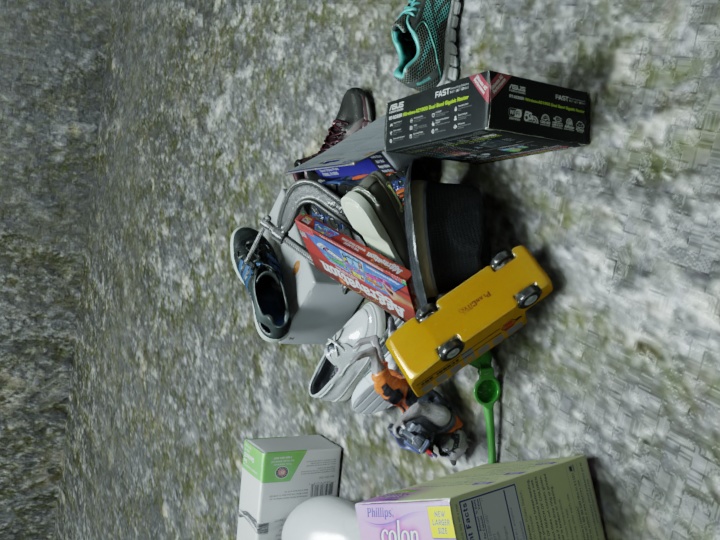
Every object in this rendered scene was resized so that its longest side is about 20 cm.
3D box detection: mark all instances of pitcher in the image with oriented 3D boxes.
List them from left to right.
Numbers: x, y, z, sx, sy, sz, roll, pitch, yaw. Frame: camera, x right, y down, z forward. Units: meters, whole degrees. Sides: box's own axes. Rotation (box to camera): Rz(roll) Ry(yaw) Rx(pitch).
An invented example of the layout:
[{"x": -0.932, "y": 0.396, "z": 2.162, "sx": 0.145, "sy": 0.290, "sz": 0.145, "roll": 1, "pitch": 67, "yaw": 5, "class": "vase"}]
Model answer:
[{"x": -0.020, "y": 0.420, "z": 1.221, "sx": 0.198, "sy": 0.120, "sz": 0.176, "roll": -14, "pitch": 90, "yaw": 46, "class": "pitcher"}]

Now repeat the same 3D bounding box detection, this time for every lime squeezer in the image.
[{"x": 0.143, "y": 0.138, "z": 1.036, "sx": 0.071, "sy": 0.037, "sz": 0.204, "roll": -46, "pitch": 50, "yaw": 47, "class": "lime squeezer"}]

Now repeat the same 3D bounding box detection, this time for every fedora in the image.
[{"x": 0.110, "y": -0.045, "z": 1.017, "sx": 0.200, "sy": 0.089, "sz": 0.206, "roll": -8, "pitch": -90, "yaw": -78, "class": "fedora"}]

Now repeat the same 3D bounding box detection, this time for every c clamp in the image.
[{"x": -0.060, "y": -0.038, "z": 1.195, "sx": 0.198, "sy": 0.027, "sz": 0.173, "roll": 30, "pitch": 117, "yaw": 14, "class": "c clamp"}]

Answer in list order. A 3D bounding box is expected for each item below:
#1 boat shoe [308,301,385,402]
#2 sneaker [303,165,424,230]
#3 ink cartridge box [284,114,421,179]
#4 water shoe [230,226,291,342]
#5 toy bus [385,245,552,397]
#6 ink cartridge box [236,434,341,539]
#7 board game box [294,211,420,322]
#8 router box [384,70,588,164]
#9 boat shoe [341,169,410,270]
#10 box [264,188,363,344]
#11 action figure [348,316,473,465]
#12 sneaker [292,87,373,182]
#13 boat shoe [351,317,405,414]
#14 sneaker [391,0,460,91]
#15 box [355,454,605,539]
[{"x": -0.025, "y": 0.127, "z": 1.283, "sx": 0.201, "sy": 0.067, "sz": 0.073, "roll": -58, "pitch": 42, "yaw": 39, "class": "boat shoe"}, {"x": 0.008, "y": -0.114, "z": 1.192, "sx": 0.196, "sy": 0.079, "sz": 0.077, "roll": -12, "pitch": 111, "yaw": 21, "class": "sneaker"}, {"x": 0.021, "y": -0.164, "z": 1.125, "sx": 0.198, "sy": 0.198, "sz": 0.041, "roll": 4, "pitch": 124, "yaw": 59, "class": "ink cartridge box"}, {"x": -0.146, "y": 0.007, "z": 1.281, "sx": 0.079, "sy": 0.070, "sz": 0.203, "roll": 116, "pitch": 135, "yaw": -59, "class": "water shoe"}, {"x": 0.127, "y": 0.059, "z": 0.968, "sx": 0.198, "sy": 0.079, "sz": 0.066, "roll": -34, "pitch": 58, "yaw": 0, "class": "toy bus"}, {"x": -0.117, "y": 0.377, "z": 1.339, "sx": 0.083, "sy": 0.143, "sz": 0.205, "roll": 11, "pitch": 97, "yaw": 58, "class": "ink cartridge box"}, {"x": 0.000, "y": 0.000, "z": 1.086, "sx": 0.198, "sy": 0.019, "sz": 0.104, "roll": 30, "pitch": 155, "yaw": 35, "class": "board game box"}, {"x": 0.141, "y": -0.170, "z": 0.962, "sx": 0.199, "sy": 0.147, "sz": 0.064, "roll": 0, "pitch": 87, "yaw": 58, "class": "router box"}, {"x": 0.042, "y": -0.038, "z": 1.060, "sx": 0.071, "sy": 0.203, "sz": 0.060, "roll": 25, "pitch": 65, "yaw": 43, "class": "boat shoe"}, {"x": -0.085, "y": -0.005, "z": 1.358, "sx": 0.153, "sy": 0.104, "sz": 0.203, "roll": -56, "pitch": 42, "yaw": 39, "class": "box"}, {"x": 0.069, "y": 0.164, "z": 1.049, "sx": 0.194, "sy": 0.104, "sz": 0.200, "roll": 48, "pitch": 172, "yaw": -2, "class": "action figure"}, {"x": -0.048, "y": -0.190, "z": 1.305, "sx": 0.075, "sy": 0.113, "sz": 0.205, "roll": 13, "pitch": 98, "yaw": 57, "class": "sneaker"}, {"x": 0.050, "y": 0.123, "z": 1.174, "sx": 0.201, "sy": 0.071, "sz": 0.072, "roll": -51, "pitch": 37, "yaw": 30, "class": "boat shoe"}, {"x": 0.083, "y": -0.337, "z": 1.126, "sx": 0.077, "sy": 0.090, "sz": 0.205, "roll": -13, "pitch": 76, "yaw": 56, "class": "sneaker"}, {"x": 0.126, "y": 0.272, "z": 0.892, "sx": 0.175, "sy": 0.197, "sz": 0.099, "roll": -25, "pitch": 74, "yaw": 54, "class": "box"}]
